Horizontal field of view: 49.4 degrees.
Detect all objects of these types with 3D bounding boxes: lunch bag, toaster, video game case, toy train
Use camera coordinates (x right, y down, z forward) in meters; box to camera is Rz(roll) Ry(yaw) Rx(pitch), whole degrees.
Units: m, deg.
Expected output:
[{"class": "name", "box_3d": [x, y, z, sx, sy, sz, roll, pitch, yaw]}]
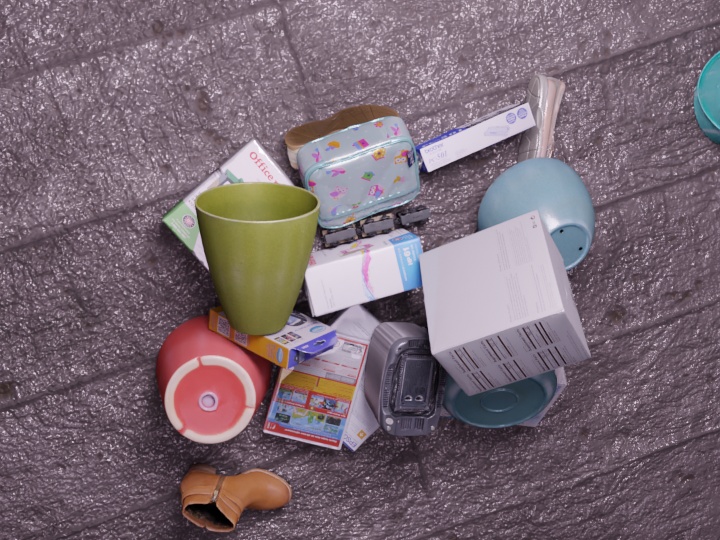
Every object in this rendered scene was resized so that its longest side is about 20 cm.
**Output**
[{"class": "lunch bag", "box_3d": [0.004, -0.157, 1.289, 0.198, 0.077, 0.161, -18, 139, -4]}, {"class": "toaster", "box_3d": [0.072, 0.167, 1.304, 0.113, 0.129, 0.202, 2, 102, -19]}, {"class": "video game case", "box_3d": [-0.076, 0.200, 1.355, 0.142, 0.017, 0.202, 15, 97, -9]}, {"class": "toy train", "box_3d": [0.024, -0.079, 1.352, 0.198, 0.046, 0.034, -15, 105, -8]}]

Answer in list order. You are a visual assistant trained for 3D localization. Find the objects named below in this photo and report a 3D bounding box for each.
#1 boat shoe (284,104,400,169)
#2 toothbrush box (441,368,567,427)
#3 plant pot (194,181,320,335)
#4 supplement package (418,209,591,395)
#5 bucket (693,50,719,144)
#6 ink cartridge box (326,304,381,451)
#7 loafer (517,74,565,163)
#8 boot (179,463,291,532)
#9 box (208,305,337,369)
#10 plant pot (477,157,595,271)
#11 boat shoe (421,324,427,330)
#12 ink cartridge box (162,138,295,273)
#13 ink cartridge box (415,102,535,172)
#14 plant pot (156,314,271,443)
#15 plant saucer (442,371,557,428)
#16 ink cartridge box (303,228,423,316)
[{"class": "boat shoe", "box_3d": [-0.028, -0.222, 1.317, 0.198, 0.072, 0.065, -19, 137, -10]}, {"class": "toothbrush box", "box_3d": [0.237, 0.194, 1.372, 0.198, 0.086, 0.147, 8, 138, -11]}, {"class": "plant pot", "box_3d": [-0.156, -0.012, 1.197, 0.185, 0.187, 0.202, -1, 113, -9]}, {"class": "supplement package", "box_3d": [0.215, 0.052, 1.187, 0.199, 0.193, 0.147, -21, 138, 20]}, {"class": "bucket", "box_3d": [0.701, -0.306, 1.375, 0.205, 0.135, 0.209, -1, 99, -9]}, {"class": "ink cartridge box", "box_3d": [-0.012, 0.185, 1.390, 0.200, 0.043, 0.196, -44, 102, 3]}, {"class": "loafer", "box_3d": [0.320, -0.237, 1.364, 0.062, 0.072, 0.202, 4, 95, -17]}, {"class": "boot", "box_3d": [-0.210, 0.391, 1.332, 0.198, 0.155, 0.077, 21, 95, -11]}, {"class": "box", "box_3d": [-0.135, 0.099, 1.265, 0.199, 0.119, 0.042, 24, 115, 31]}, {"class": "plant pot", "box_3d": [0.314, -0.071, 1.318, 0.198, 0.135, 0.202, -7, 122, -12]}, {"class": "boat shoe", "box_3d": [0.197, 0.111, 1.399, 0.198, 0.072, 0.068, 7, 62, -6]}, {"class": "ink cartridge box", "box_3d": [-0.203, -0.101, 1.293, 0.200, 0.084, 0.146, -42, 103, 0]}, {"class": "ink cartridge box", "box_3d": [0.187, -0.226, 1.329, 0.199, 0.094, 0.045, -24, 102, -5]}, {"class": "plant pot", "box_3d": [-0.243, 0.186, 1.285, 0.198, 0.177, 0.203, -1, 100, -8]}, {"class": "plant saucer", "box_3d": [0.230, 0.209, 1.305, 0.198, 0.028, 0.201, -1, 136, -1]}, {"class": "ink cartridge box", "box_3d": [0.000, 0.000, 1.309, 0.198, 0.145, 0.085, -17, 101, -6]}]
